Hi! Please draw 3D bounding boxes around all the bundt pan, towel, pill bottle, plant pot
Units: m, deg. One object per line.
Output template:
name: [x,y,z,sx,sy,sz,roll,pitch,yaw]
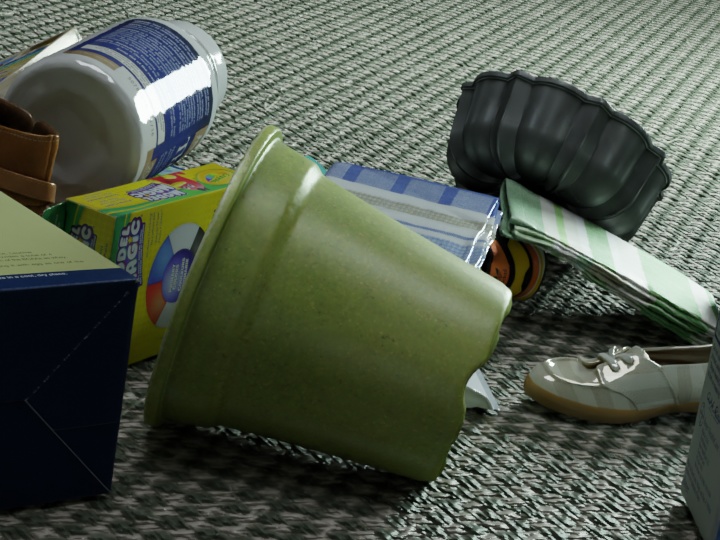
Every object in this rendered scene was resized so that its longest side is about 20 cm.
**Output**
bundt pan: [0.160,-0.082,1.857,0.201,0.076,0.202,22,-22,9]
towel: [0.024,-0.025,1.605,0.146,0.024,0.200,14,25,7]
towel: [0.200,-0.005,1.741,0.199,0.023,0.153,28,15,-4]
pill bottle: [-0.170,-0.121,1.579,0.110,0.112,0.200,14,22,14]
plant pot: [-0.011,0.037,1.350,0.183,0.201,0.200,22,18,3]

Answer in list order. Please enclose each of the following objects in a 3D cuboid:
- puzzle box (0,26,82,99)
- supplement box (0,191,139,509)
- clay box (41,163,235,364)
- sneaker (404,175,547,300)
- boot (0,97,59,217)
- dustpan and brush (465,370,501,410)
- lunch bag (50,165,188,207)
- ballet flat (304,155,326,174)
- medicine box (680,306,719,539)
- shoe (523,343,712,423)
puzzle box: [-0.311,-0.117,1.627,0.199,0.026,0.133,-20,18,27]
supplement box: [-0.267,0.040,1.244,0.199,0.135,0.199,-5,22,-39]
clay box: [-0.148,0.000,1.476,0.047,0.116,0.200,19,20,25]
sneaker: [0.049,-0.030,1.746,0.199,0.070,0.090,23,12,30]
boot: [-0.279,-0.046,1.480,0.076,0.156,0.199,-8,24,-44]
dustpan and brush: [-0.004,0.040,1.521,0.199,0.058,0.140,7,17,-10]
lunch bag: [-0.222,-0.052,1.654,0.199,0.083,0.160,20,22,32]
ballet flat: [-0.066,-0.043,1.758,0.076,0.064,0.200,48,16,0]
medicine box: [0.310,0.077,1.336,0.181,0.201,0.103,8,17,-4]
shoe: [0.208,0.073,1.546,0.199,0.054,0.070,3,18,-22]
